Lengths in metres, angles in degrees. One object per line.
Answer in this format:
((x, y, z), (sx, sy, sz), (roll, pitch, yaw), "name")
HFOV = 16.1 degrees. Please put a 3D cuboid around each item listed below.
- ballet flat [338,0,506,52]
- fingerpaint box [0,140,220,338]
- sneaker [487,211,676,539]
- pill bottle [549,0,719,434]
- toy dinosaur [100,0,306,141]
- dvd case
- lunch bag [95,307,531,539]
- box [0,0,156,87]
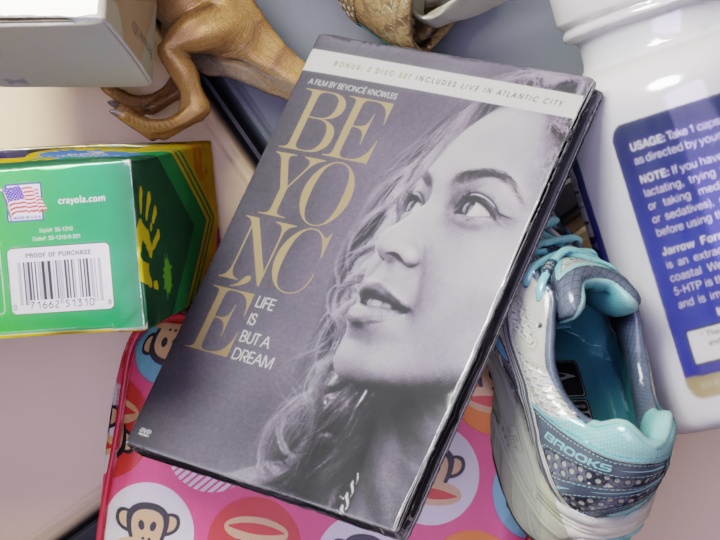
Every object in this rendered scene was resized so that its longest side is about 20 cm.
((0.077, -0.165, 1.093), (0.200, 0.070, 0.065), (-43, 64, 16), "ballet flat")
((-0.172, -0.013, 1.089), (0.198, 0.167, 0.074), (-4, 95, 9), "fingerpaint box")
((0.080, 0.010, 1.043), (0.077, 0.086, 0.201), (-12, 63, -27), "sneaker")
((0.148, -0.043, 1.068), (0.119, 0.120, 0.201), (-17, 92, 8), "pill bottle")
((-0.063, -0.103, 1.123), (0.200, 0.060, 0.106), (40, 96, 3), "toy dinosaur")
((0.000, 0.000, 1.041), (0.148, 0.016, 0.201), (13, 72, 39), "dvd case")
((-0.016, 0.110, 1.118), (0.198, 0.082, 0.178), (10, 95, 6), "lunch bag")
((-0.129, -0.186, 1.083), (0.077, 0.095, 0.202), (0, 78, 9), "box")
